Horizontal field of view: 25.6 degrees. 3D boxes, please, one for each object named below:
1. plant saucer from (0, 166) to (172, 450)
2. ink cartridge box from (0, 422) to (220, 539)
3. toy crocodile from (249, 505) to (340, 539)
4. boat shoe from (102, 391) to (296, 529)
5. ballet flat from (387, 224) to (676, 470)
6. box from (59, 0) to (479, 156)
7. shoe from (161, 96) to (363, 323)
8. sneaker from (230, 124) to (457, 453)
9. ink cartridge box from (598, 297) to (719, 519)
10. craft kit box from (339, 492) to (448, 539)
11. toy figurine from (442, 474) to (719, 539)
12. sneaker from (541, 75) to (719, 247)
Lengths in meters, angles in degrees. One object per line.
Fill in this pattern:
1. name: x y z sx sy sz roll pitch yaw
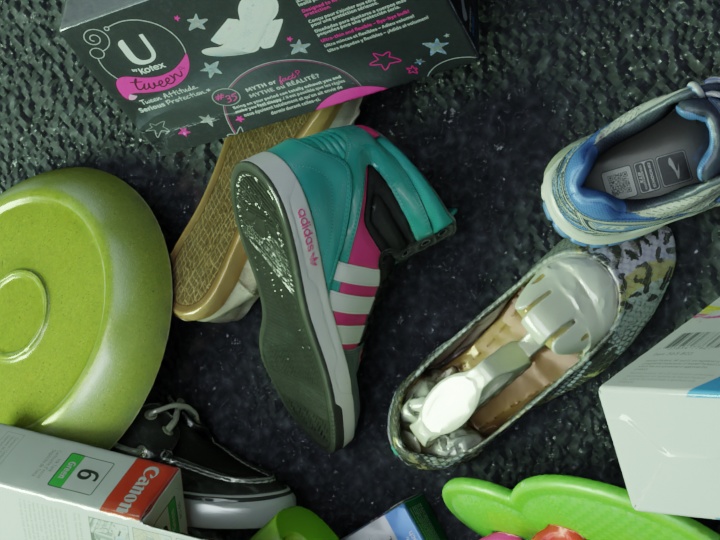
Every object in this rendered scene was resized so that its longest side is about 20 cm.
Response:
1. plant saucer: -0.200 0.030 0.956 0.198 0.031 0.203 -11 70 31
2. ink cartridge box: -0.136 0.159 0.892 0.198 0.050 0.110 10 125 18
3. toy crocodile: 0.005 0.220 0.861 0.067 0.062 0.202 -30 82 18
4. boat shoe: -0.128 0.107 0.946 0.198 0.071 0.065 11 95 22
5. ballet flat: 0.091 0.043 0.867 0.200 0.072 0.072 -42 78 16
6. box: -0.047 -0.170 0.863 0.198 0.115 0.133 -14 51 19
7. shoe: -0.048 -0.057 0.929 0.070 0.053 0.201 39 101 44
8. sneaker: 0.000 0.000 0.894 0.083 0.120 0.202 35 145 41
9. ink cartridge box: 0.222 0.042 0.753 0.115 0.199 0.069 -2 113 51
10. craft kit box: 0.002 0.266 0.918 0.196 0.048 0.201 -32 80 15
11. toy figurine: 0.088 0.215 0.798 0.198 0.150 0.185 10 61 38
12. sneaker: 0.189 -0.066 0.807 0.198 0.085 0.078 -25 83 3
